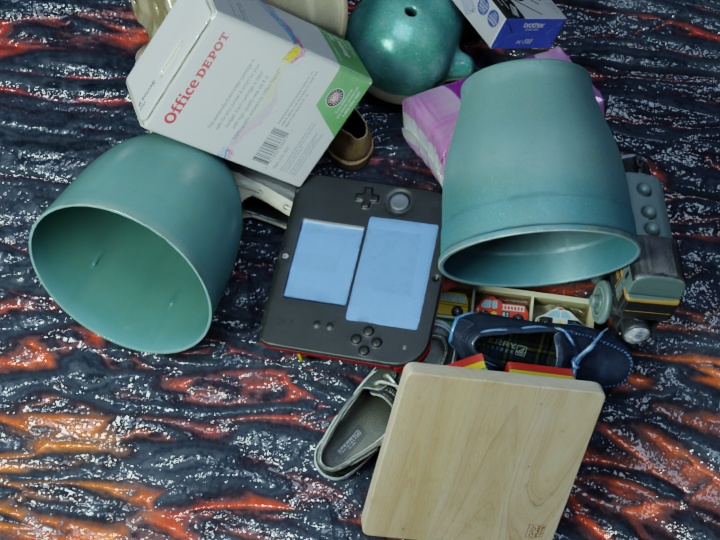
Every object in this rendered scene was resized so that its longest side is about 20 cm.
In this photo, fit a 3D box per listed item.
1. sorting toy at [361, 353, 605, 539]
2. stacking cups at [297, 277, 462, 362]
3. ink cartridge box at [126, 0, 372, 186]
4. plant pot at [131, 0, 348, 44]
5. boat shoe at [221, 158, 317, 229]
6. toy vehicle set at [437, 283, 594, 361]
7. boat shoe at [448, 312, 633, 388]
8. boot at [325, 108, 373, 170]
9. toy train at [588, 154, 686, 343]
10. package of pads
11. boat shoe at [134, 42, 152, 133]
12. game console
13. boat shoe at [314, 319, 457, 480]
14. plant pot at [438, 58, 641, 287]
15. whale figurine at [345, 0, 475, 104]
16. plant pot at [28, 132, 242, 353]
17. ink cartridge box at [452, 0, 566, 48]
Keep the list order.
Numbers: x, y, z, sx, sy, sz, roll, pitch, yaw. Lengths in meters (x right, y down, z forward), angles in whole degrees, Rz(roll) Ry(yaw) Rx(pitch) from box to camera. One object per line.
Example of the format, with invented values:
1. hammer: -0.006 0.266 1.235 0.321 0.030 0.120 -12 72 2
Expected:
1. sorting toy: 0.113 0.170 1.564 0.197 0.201 0.070 7 32 -13
2. stacking cups: 0.019 0.034 1.655 0.198 0.061 0.061 -20 71 -2
3. ink cartridge box: -0.113 -0.190 1.603 0.199 0.146 0.088 18 30 -37
4. plant pot: -0.139 -0.298 1.671 0.182 0.201 0.202 -21 72 -20
5. boat shoe: -0.123 -0.083 1.703 0.198 0.071 0.063 14 71 -3
6. toy vehicle set: 0.144 0.081 1.678 0.198 0.027 0.125 7 69 -1
7. boat shoe: 0.187 0.093 1.605 0.198 0.069 0.085 5 100 -15
8. boot: -0.057 -0.203 1.748 0.074 0.076 0.200 -40 75 -14
9. toy train: 0.286 -0.026 1.663 0.084 0.114 0.201 7 52 -12
10. package of pads: 0.153 -0.163 1.728 0.198 0.076 0.121 -20 44 -12
11. boat shoe: -0.209 -0.219 1.751 0.072 0.072 0.201 10 59 5
12. game console: 0.000 0.000 1.618 0.175 0.031 0.202 10 65 8
13. boat shoe: 0.030 0.134 1.605 0.072 0.071 0.200 38 86 2
14. plant pot: 0.169 -0.100 1.578 0.198 0.200 0.190 -2 75 -5
15. whale figurine: 0.071 -0.277 1.767 0.159 0.104 0.200 43 65 13
16. plant pot: -0.210 -0.043 1.618 0.199 0.201 0.162 23 49 5
17. ink cartridge box: 0.135 -0.327 1.766 0.093 0.044 0.201 -7 50 -38
